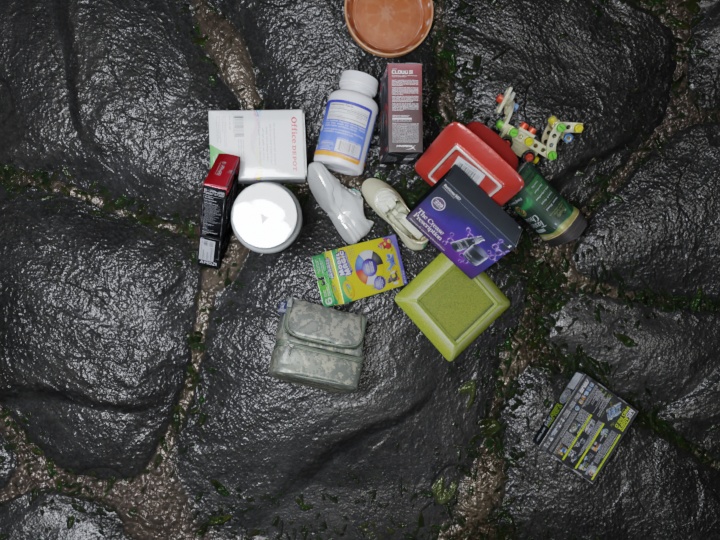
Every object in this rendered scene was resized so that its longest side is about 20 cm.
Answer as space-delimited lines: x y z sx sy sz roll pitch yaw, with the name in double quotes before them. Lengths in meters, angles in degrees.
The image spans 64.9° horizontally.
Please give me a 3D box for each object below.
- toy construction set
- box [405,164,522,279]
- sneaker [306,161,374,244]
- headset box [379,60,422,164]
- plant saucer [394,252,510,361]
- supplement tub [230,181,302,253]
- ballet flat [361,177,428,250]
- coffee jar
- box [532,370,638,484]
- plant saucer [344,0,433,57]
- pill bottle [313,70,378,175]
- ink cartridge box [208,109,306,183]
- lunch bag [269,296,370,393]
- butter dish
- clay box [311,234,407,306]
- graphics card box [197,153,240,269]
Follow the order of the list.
"toy construction set" 0.378 -0.316 1.260 0.199 0.092 0.132 32 112 3
"box" 0.217 -0.099 1.194 0.200 0.079 0.141 42 131 -5
"sneaker" -0.040 -0.160 1.231 0.088 0.075 0.201 -40 115 -20
"headset box" 0.083 -0.337 1.204 0.074 0.149 0.202 -1 92 -5
"plant saucer" 0.213 0.070 1.272 0.200 0.048 0.200 -43 94 -4
"supplement tub" -0.188 -0.104 1.156 0.139 0.200 0.142 0 90 -5
"ballet flat" 0.081 -0.129 1.248 0.069 0.069 0.200 -44 94 -3
"coffee jar" 0.402 -0.141 1.257 0.200 0.104 0.085 42 75 -4
"box" 0.517 0.360 1.305 0.160 0.044 0.201 34 88 -5
"plant saucer" 0.062 -0.574 1.258 0.198 0.032 0.202 0 90 -5
"pill bottle" -0.025 -0.316 1.213 0.111 0.112 0.202 14 89 -5
"ink cartridge box" -0.215 -0.262 1.209 0.198 0.088 0.147 -2 92 -4
"lunch bag" -0.089 0.157 1.198 0.198 0.139 0.169 13 71 -7
"butter dish" 0.253 -0.238 1.225 0.200 0.199 0.148 41 61 -3
"clay box" 0.000 0.000 1.210 0.199 0.047 0.116 -16 93 -33
"graphics card box" -0.285 -0.118 1.139 0.050 0.126 0.201 11 129 -6
